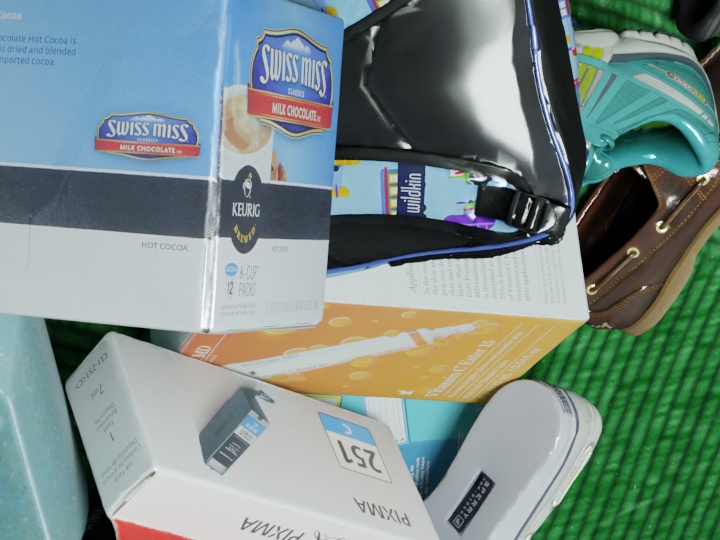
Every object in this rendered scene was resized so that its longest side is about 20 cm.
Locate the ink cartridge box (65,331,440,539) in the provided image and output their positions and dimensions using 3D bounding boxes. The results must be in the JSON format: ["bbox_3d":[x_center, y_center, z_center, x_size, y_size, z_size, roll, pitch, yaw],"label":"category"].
[{"bbox_3d":[-0.039,0.130,1.004,0.200,0.176,0.045,21,123,-40],"label":"ink cartridge box"}]

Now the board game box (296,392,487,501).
[{"bbox_3d":[-0.020,0.123,1.157,0.200,0.047,0.151,-3,109,-18],"label":"board game box"}]

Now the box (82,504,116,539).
[{"bbox_3d":[-0.138,0.208,1.025,0.182,0.200,0.104,-4,111,15],"label":"box"}]

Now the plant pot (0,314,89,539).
[{"bbox_3d":[-0.231,0.067,0.963,0.196,0.200,0.196,-18,122,-14],"label":"plant pot"}]

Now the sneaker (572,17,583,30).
[{"bbox_3d":[0.033,-0.098,1.098,0.199,0.071,0.083,-20,133,-14],"label":"sneaker"}]

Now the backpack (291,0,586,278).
[{"bbox_3d":[-0.008,-0.088,0.914,0.200,0.135,0.183,-10,105,15],"label":"backpack"}]

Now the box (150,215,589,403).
[{"bbox_3d":[0.000,0.000,1.063,0.200,0.124,0.098,4,65,-20],"label":"box"}]

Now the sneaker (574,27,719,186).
[{"bbox_3d":[0.098,-0.080,1.029,0.200,0.080,0.078,-3,152,-22],"label":"sneaker"}]

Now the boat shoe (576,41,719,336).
[{"bbox_3d":[0.174,-0.052,1.142,0.070,0.070,0.200,19,109,-27],"label":"boat shoe"}]

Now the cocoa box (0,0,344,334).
[{"bbox_3d":[-0.122,-0.049,0.807,0.200,0.133,0.131,5,91,19],"label":"cocoa box"}]

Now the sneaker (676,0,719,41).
[{"bbox_3d":[0.175,-0.211,1.097,0.084,0.077,0.200,-33,114,-11],"label":"sneaker"}]

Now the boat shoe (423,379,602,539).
[{"bbox_3d":[0.065,0.146,1.132,0.070,0.071,0.200,15,113,-51],"label":"boat shoe"}]
